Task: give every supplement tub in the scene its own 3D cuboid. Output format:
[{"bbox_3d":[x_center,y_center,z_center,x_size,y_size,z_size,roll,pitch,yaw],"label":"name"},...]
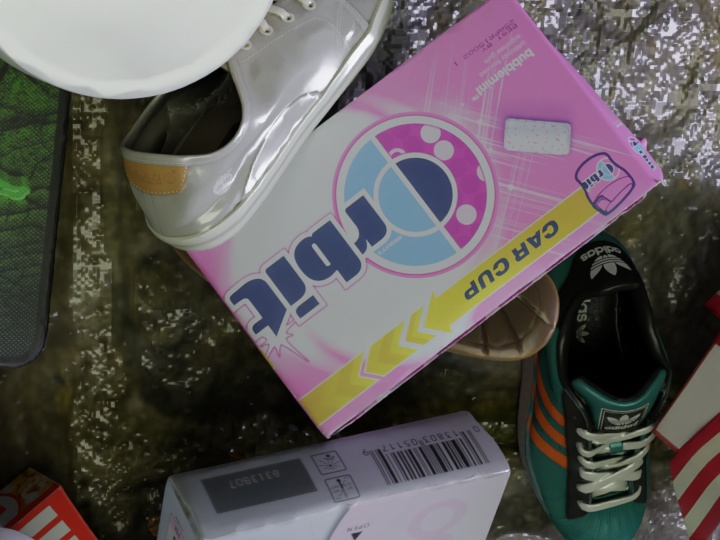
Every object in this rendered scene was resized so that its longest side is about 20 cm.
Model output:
[{"bbox_3d":[-0.105,-0.154,0.671,0.144,0.200,0.145,-4,112,-11],"label":"supplement tub"}]

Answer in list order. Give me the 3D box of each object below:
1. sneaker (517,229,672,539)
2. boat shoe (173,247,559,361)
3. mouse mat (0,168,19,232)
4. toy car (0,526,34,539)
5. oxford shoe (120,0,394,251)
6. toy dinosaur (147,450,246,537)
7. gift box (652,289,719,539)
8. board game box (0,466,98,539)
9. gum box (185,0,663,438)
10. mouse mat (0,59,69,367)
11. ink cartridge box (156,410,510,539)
[{"bbox_3d":[0.126,0.075,0.878,0.071,0.080,0.201,-13,114,-9],"label":"sneaker"},{"bbox_3d":[0.000,0.000,0.826,0.199,0.065,0.072,16,86,2],"label":"boat shoe"},{"bbox_3d":[-0.274,-0.034,0.732,0.200,0.008,0.161,-39,99,-18],"label":"mouse mat"},{"bbox_3d":[-0.234,0.150,0.686,0.200,0.175,0.150,53,130,3],"label":"toy car"},{"bbox_3d":[-0.042,-0.101,0.735,0.200,0.075,0.058,-60,140,-23],"label":"oxford shoe"},{"bbox_3d":[-0.069,0.159,0.885,0.200,0.060,0.106,11,110,-40],"label":"toy dinosaur"},{"bbox_3d":[0.275,0.088,0.832,0.187,0.184,0.200,21,101,-49],"label":"gift box"},{"bbox_3d":[-0.200,0.224,0.841,0.200,0.046,0.152,-41,117,-23],"label":"board game box"},{"bbox_3d":[0.030,-0.028,0.761,0.200,0.066,0.114,-37,85,-2],"label":"gum box"},{"bbox_3d":[-0.233,-0.044,0.732,0.199,0.008,0.161,6,85,-18],"label":"mouse mat"},{"bbox_3d":[-0.025,0.165,0.823,0.162,0.057,0.200,-10,132,-26],"label":"ink cartridge box"}]
